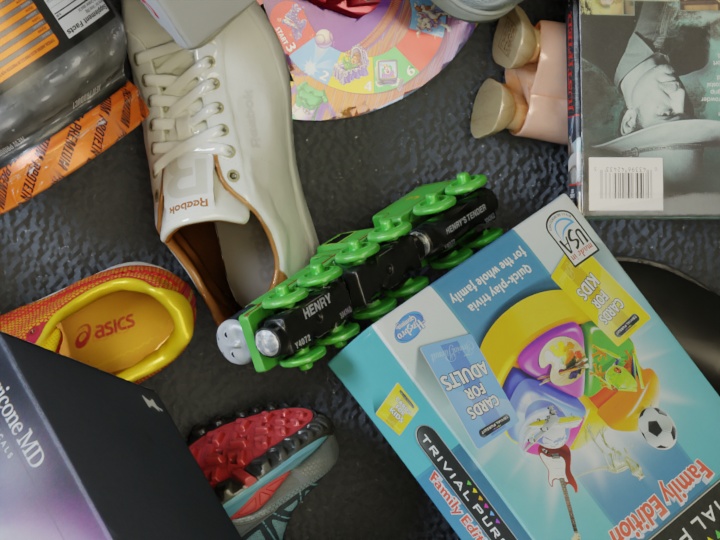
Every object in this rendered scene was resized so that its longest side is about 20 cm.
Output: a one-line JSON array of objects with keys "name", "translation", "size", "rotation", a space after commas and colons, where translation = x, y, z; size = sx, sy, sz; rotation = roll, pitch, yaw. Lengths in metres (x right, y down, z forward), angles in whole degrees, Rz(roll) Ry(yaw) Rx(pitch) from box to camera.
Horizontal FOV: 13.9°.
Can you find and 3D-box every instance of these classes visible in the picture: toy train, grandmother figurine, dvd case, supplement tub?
[{"name": "toy train", "translation": [0.000, 0.000, 1.426], "size": [0.200, 0.056, 0.042], "rotation": [-32, 109, -49]}, {"name": "grandmother figurine", "translation": [0.163, -0.087, 1.516], "size": [0.200, 0.061, 0.121], "rotation": [12, 114, -17]}, {"name": "dvd case", "translation": [0.171, -0.125, 1.478], "size": [0.146, 0.022, 0.201], "rotation": [-1, 88, -16]}, {"name": "supplement tub", "translation": [-0.192, -0.131, 1.388], "size": [0.122, 0.123, 0.200], "rotation": [-34, 99, -12]}]

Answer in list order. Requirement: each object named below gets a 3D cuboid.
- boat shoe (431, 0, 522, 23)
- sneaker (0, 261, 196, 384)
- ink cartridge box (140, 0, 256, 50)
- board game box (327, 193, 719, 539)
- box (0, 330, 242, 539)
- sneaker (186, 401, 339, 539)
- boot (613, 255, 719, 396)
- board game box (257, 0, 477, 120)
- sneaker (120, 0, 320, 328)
[{"name": "boat shoe", "translation": [0.011, -0.203, 1.431], "size": [0.202, 0.065, 0.074], "rotation": [46, 74, -7]}, {"name": "sneaker", "translation": [-0.172, 0.053, 1.416], "size": [0.200, 0.077, 0.073], "rotation": [-32, 98, -1]}, {"name": "ink cartridge box", "translation": [-0.118, -0.216, 1.345], "size": [0.083, 0.145, 0.200], "rotation": [-38, 138, -3]}, {"name": "board game box", "translation": [0.102, 0.081, 1.407], "size": [0.151, 0.047, 0.200], "rotation": [-34, 85, -40]}, {"name": "box", "translation": [-0.152, 0.171, 1.321], "size": [0.198, 0.200, 0.123], "rotation": [-45, 143, 14]}, {"name": "sneaker", "translation": [-0.081, 0.150, 1.457], "size": [0.200, 0.079, 0.096], "rotation": [-43, 120, -9]}, {"name": "boot", "translation": [0.198, 0.040, 1.449], "size": [0.165, 0.200, 0.066], "rotation": [23, 85, -14]}, {"name": "board game box", "translation": [-0.017, -0.176, 1.473], "size": [0.158, 0.039, 0.200], "rotation": [-27, 98, -12]}, {"name": "sneaker", "translation": [-0.071, -0.064, 1.430], "size": [0.073, 0.085, 0.200], "rotation": [-18, 96, 21]}]
